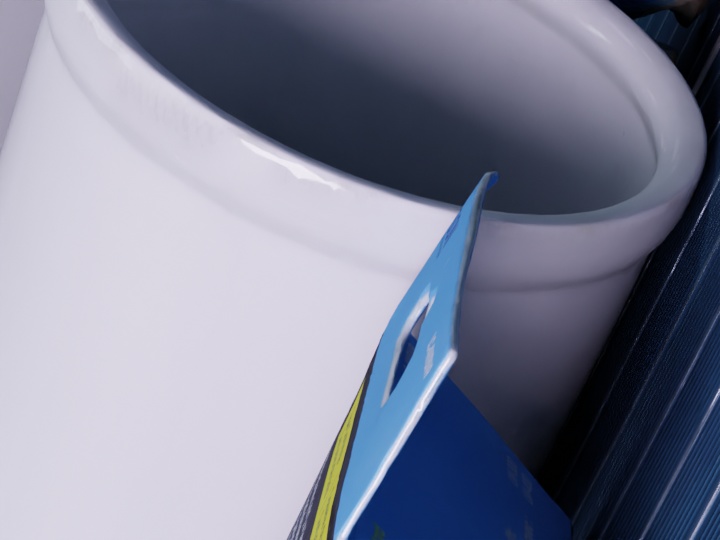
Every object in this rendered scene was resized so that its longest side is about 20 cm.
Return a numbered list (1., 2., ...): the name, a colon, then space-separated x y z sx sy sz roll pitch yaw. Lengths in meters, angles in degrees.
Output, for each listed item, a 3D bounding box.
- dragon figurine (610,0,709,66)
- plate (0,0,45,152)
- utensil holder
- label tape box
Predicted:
1. dragon figurine: 0.047 -0.079 0.772 0.059 0.099 0.200 -67 7 -22
2. plate: -0.070 -0.079 0.732 0.199 0.032 0.200 -43 -23 -11
3. utensil holder: -0.026 0.018 0.689 0.170 0.169 0.201 -70 3 -59
4. label tape box: 0.004 0.094 0.528 0.201 0.066 0.143 -63 3 15
